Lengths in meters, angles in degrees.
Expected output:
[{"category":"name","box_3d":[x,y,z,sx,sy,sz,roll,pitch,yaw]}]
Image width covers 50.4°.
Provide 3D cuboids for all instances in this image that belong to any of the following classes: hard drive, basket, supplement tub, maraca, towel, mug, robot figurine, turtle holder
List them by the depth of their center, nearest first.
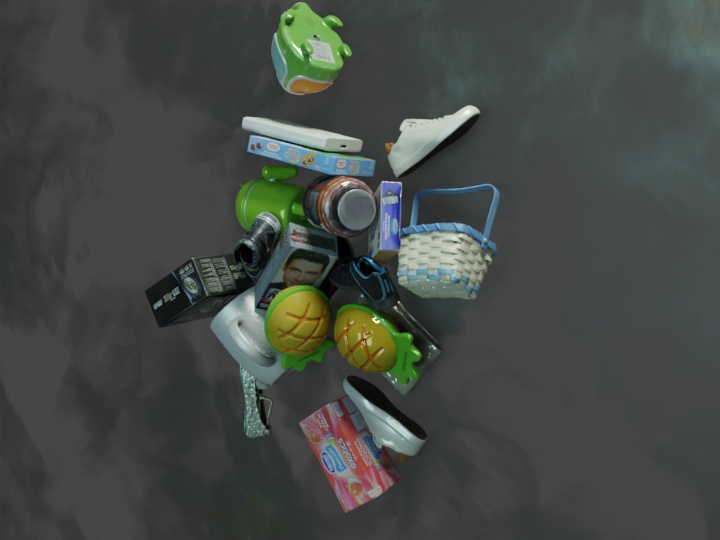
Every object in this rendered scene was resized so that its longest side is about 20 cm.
[{"category":"basket","box_3d":[0.150,-0.054,1.350,0.175,0.138,0.203,1,73,42]},{"category":"supplement tub","box_3d":[-0.036,-0.116,1.381,0.200,0.105,0.109,-153,63,-71]},{"category":"maraca","box_3d":[0.031,0.135,1.417,0.199,0.107,0.139,26,134,30]},{"category":"turtle holder","box_3d":[-0.116,-0.424,1.461,0.186,0.141,0.132,50,136,6]},{"category":"maraca","box_3d":[-0.114,0.113,1.463,0.107,0.136,0.202,-126,19,-47]},{"category":"hard drive","box_3d":[-0.113,-0.263,1.481,0.198,0.131,0.027,20,106,28]},{"category":"towel","box_3d":[0.055,0.132,1.489,0.200,0.034,0.133,44,118,18]},{"category":"robot figurine","box_3d":[-0.169,-0.122,1.546,0.198,0.115,0.178,15,111,30]},{"category":"mug","box_3d":[-0.207,0.140,1.558,0.147,0.200,0.176,-41,82,9]}]

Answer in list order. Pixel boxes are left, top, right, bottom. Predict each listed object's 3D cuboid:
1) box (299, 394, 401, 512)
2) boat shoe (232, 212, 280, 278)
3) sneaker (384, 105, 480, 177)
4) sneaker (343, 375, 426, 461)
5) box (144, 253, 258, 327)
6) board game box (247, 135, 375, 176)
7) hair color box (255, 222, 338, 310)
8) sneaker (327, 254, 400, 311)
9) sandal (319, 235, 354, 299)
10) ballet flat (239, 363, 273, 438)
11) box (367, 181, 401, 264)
[{"category":"box","box_3d":[-0.020,0.359,1.527,0.094,0.102,0.202,-35,79,31]},{"category":"boat shoe","box_3d":[-0.217,-0.028,1.511,0.070,0.091,0.201,33,145,7]},{"category":"sneaker","box_3d":[0.120,-0.251,1.372,0.199,0.073,0.085,-32,82,32]},{"category":"sneaker","box_3d":[0.030,0.294,1.493,0.200,0.073,0.085,41,113,19]},{"category":"box","box_3d":[-0.320,0.037,1.612,0.163,0.199,0.087,-30,80,30]},{"category":"board game box","box_3d":[-0.093,-0.219,1.464,0.198,0.151,0.037,18,104,28]},{"category":"hair color box","box_3d":[-0.127,0.003,1.484,0.201,0.098,0.061,124,150,-42]},{"category":"sneaker","box_3d":[0.000,0.000,1.424,0.199,0.073,0.083,27,143,47]},{"category":"sandal","box_3d":[-0.074,0.020,1.547,0.075,0.045,0.201,41,116,23]},{"category":"ballet flat","box_3d":[-0.222,0.268,1.668,0.071,0.072,0.203,7,105,31]},{"category":"box","box_3d":[0.043,-0.083,1.369,0.041,0.200,0.121,2,83,-4]}]
